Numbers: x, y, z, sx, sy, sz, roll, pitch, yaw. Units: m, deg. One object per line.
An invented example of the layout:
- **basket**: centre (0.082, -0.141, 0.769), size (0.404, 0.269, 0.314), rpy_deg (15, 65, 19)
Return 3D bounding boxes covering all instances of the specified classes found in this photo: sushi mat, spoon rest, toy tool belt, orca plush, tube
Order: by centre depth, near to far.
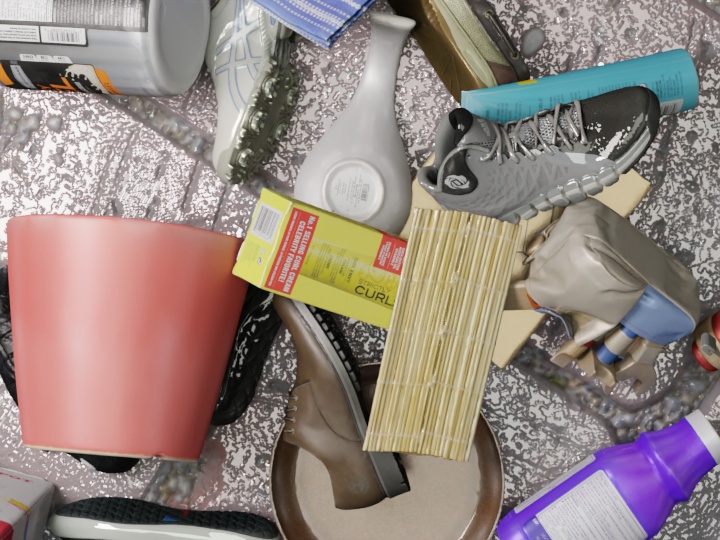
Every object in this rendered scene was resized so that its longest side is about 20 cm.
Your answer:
- **sushi mat**: centre (0.065, 0.052, 1.385), size (0.095, 0.012, 0.202), rpy_deg (10, 97, -19)
- **tube**: centre (0.175, -0.135, 1.416), size (0.198, 0.051, 0.078), rpy_deg (-13, 133, -11)
- **toy tool belt**: centre (0.211, 0.039, 1.421), size (0.199, 0.125, 0.123), rpy_deg (36, 126, -17)
- **spoon rest**: centre (0.006, -0.111, 1.444), size (0.098, 0.061, 0.202), rpy_deg (14, 94, 0)
- **orca plush**: centre (-0.257, 0.088, 1.459), size (0.104, 0.071, 0.202), rpy_deg (-24, 91, 3)

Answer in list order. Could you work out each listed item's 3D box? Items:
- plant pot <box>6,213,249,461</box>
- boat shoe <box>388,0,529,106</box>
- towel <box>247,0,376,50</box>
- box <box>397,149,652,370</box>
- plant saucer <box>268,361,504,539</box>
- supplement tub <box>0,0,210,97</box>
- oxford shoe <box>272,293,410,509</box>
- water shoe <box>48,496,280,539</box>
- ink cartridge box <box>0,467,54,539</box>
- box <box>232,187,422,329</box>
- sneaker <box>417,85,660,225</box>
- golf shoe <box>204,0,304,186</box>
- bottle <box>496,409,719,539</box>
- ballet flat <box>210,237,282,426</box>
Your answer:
- **plant pot**: centre (-0.188, 0.057, 1.381), size (0.198, 0.200, 0.179), rpy_deg (5, 84, 2)
- **boat shoe**: centre (0.070, -0.224, 1.438), size (0.064, 0.073, 0.201), rpy_deg (-24, 82, -23)
- **towel**: centre (-0.013, -0.281, 1.404), size (0.144, 0.024, 0.200), rpy_deg (34, 74, 27)
- **box**: centre (0.119, -0.045, 1.462), size (0.163, 0.021, 0.200), rpy_deg (39, 94, 0)
- **plant saucer**: centre (0.022, 0.176, 1.471), size (0.198, 0.032, 0.203), rpy_deg (0, 92, 2)
- **supplement tub**: centre (-0.232, -0.205, 1.408), size (0.198, 0.122, 0.124), rpy_deg (6, 93, 20)
- **oxford shoe**: centre (-0.035, 0.104, 1.420), size (0.084, 0.073, 0.202), rpy_deg (-23, 91, 5)
- **water shoe**: centre (-0.167, 0.242, 1.462), size (0.198, 0.072, 0.080), rpy_deg (6, 101, 6)
- **ink cartridge box**: centre (-0.343, 0.211, 1.404), size (0.146, 0.200, 0.087), rpy_deg (15, 94, 2)
- **box**: centre (0.000, 0.000, 1.380), size (0.199, 0.050, 0.076), rpy_deg (20, 94, -35)
- **sneaker**: centre (0.129, -0.100, 1.360), size (0.199, 0.076, 0.115), rpy_deg (-32, 133, 26)
- **golf shoe**: centre (-0.099, -0.172, 1.452), size (0.096, 0.078, 0.202), rpy_deg (17, 87, 19)
- **bottle**: centre (0.212, 0.190, 1.445), size (0.199, 0.065, 0.084), rpy_deg (-36, 96, 3)
- **ballet flat**: centre (-0.091, 0.036, 1.469), size (0.066, 0.057, 0.201), rpy_deg (26, 88, 24)
